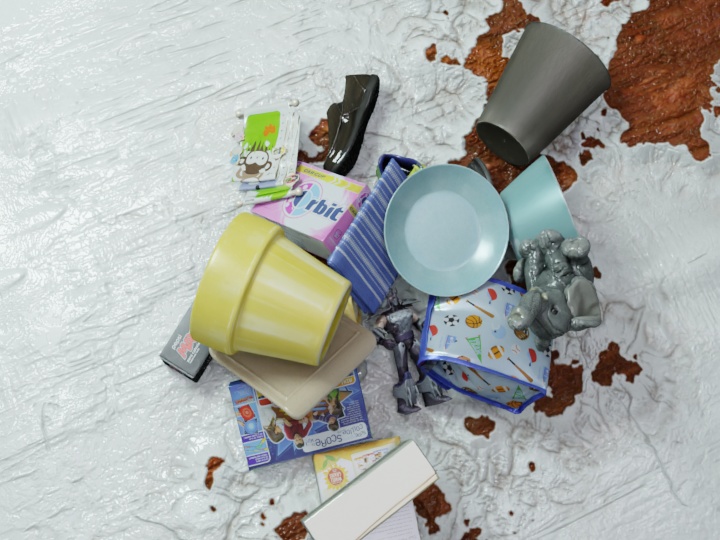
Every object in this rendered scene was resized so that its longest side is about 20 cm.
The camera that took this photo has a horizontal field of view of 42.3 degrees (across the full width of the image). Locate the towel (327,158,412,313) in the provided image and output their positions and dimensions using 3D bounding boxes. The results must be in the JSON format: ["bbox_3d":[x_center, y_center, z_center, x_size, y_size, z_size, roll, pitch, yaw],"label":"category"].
[{"bbox_3d":[0.030,-0.049,1.434,0.024,0.145,0.201,14,64,41],"label":"towel"}]

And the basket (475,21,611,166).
[{"bbox_3d":[0.298,-0.289,1.579,0.179,0.136,0.201,36,79,8],"label":"basket"}]

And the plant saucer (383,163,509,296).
[{"bbox_3d":[0.130,-0.061,1.442,0.197,0.039,0.205,0,89,-8],"label":"plant saucer"}]

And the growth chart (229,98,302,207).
[{"bbox_3d":[-0.156,-0.192,1.519,0.143,0.018,0.203,-14,61,22],"label":"growth chart"}]

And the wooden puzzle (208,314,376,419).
[{"bbox_3d":[-0.103,0.119,1.415,0.199,0.038,0.185,32,58,30],"label":"wooden puzzle"}]

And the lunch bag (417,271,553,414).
[{"bbox_3d":[0.191,0.107,1.456,0.197,0.124,0.172,20,57,-10],"label":"lunch bag"}]

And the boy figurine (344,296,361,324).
[{"bbox_3d":[0.000,0.000,1.479,0.064,0.124,0.203,19,80,13],"label":"boy figurine"}]

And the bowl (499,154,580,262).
[{"bbox_3d":[0.287,-0.072,1.507,0.104,0.201,0.204,-23,79,10],"label":"bowl"}]

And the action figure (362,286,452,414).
[{"bbox_3d":[0.076,0.120,1.480,0.129,0.069,0.203,-15,86,-28],"label":"action figure"}]

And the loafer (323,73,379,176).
[{"bbox_3d":[-0.027,-0.245,1.570,0.070,0.073,0.203,17,70,9],"label":"loafer"}]

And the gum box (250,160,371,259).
[{"bbox_3d":[-0.075,-0.096,1.474,0.199,0.066,0.114,23,69,43],"label":"gum box"}]

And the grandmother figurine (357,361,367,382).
[{"bbox_3d":[-0.087,0.152,1.467,0.196,0.061,0.124,6,84,-2],"label":"grandmother figurine"}]

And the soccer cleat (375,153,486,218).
[{"bbox_3d":[0.111,-0.134,1.497,0.198,0.084,0.065,23,72,22],"label":"soccer cleat"}]

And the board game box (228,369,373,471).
[{"bbox_3d":[-0.091,0.215,1.427,0.197,0.034,0.138,-13,96,-2],"label":"board game box"}]

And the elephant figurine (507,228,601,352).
[{"bbox_3d":[0.281,0.053,1.370,0.153,0.143,0.202,12,51,0],"label":"elephant figurine"}]

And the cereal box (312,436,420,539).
[{"bbox_3d":[0.012,0.369,1.431,0.141,0.040,0.203,-9,78,-8],"label":"cereal box"}]

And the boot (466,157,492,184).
[{"bbox_3d":[0.136,-0.089,1.546,0.171,0.069,0.203,-5,69,1],"label":"boot"}]

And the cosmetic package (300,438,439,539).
[{"bbox_3d":[0.012,0.336,1.365,0.199,0.104,0.073,-36,83,-12],"label":"cosmetic package"}]

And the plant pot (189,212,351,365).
[{"bbox_3d":[-0.121,0.043,1.343,0.186,0.201,0.203,23,75,4],"label":"plant pot"}]

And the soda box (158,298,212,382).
[{"bbox_3d":[-0.234,0.071,1.467,0.070,0.063,0.202,29,76,2],"label":"soda box"}]
